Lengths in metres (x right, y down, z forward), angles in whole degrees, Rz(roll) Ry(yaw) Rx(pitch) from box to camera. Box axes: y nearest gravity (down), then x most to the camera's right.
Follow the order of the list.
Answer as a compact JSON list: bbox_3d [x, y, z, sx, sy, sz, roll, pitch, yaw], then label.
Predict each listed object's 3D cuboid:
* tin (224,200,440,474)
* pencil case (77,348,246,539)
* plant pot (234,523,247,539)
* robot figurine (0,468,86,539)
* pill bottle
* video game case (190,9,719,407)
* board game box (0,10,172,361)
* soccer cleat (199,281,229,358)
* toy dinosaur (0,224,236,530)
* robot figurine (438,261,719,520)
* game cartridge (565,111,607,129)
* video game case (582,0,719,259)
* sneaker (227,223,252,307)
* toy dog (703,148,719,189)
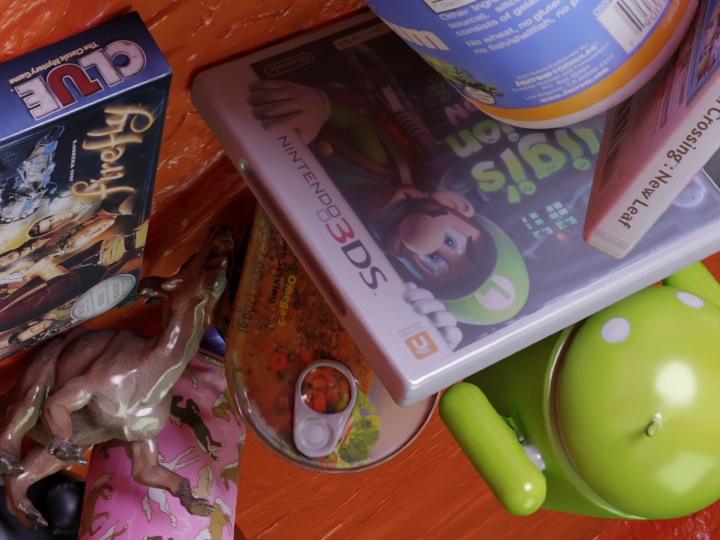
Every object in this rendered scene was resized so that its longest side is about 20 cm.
[{"bbox_3d":[0.000,0.000,0.860,0.042,0.111,0.203,-14,119,-77],"label":"tin"},{"bbox_3d":[-0.106,0.137,0.944,0.082,0.202,0.087,-13,145,20],"label":"pencil case"},{"bbox_3d":[-0.189,0.260,1.188,0.182,0.202,0.200,6,140,-39],"label":"plant pot"},{"bbox_3d":[-0.215,0.176,0.998,0.149,0.127,0.200,6,177,25],"label":"robot figurine"},{"bbox_3d":[0.029,-0.141,0.587,0.112,0.113,0.200,-38,138,15],"label":"pill bottle"},{"bbox_3d":[0.050,-0.051,0.794,0.198,0.183,0.023,-23,156,-28],"label":"video game case"},{"bbox_3d":[-0.156,-0.020,0.758,0.134,0.035,0.201,-26,160,-23],"label":"board game box"},{"bbox_3d":[-0.020,0.030,1.046,0.199,0.077,0.067,-15,154,-45],"label":"soccer cleat"},{"bbox_3d":[-0.137,0.055,0.908,0.198,0.137,0.086,-10,143,26],"label":"toy dinosaur"},{"bbox_3d":[0.128,0.068,0.890,0.174,0.117,0.200,-24,-175,-22],"label":"robot figurine"},{"bbox_3d":[0.163,-0.139,0.786,0.129,0.038,0.200,5,-130,54],"label":"game cartridge"},{"bbox_3d":[0.147,-0.128,0.643,0.183,0.022,0.201,-57,-169,48],"label":"video game case"},{"bbox_3d":[0.007,-0.020,0.978,0.199,0.074,0.080,-27,138,-37],"label":"sneaker"},{"bbox_3d":[0.176,-0.061,0.921,0.198,0.097,0.132,-16,-177,13],"label":"toy dog"}]
